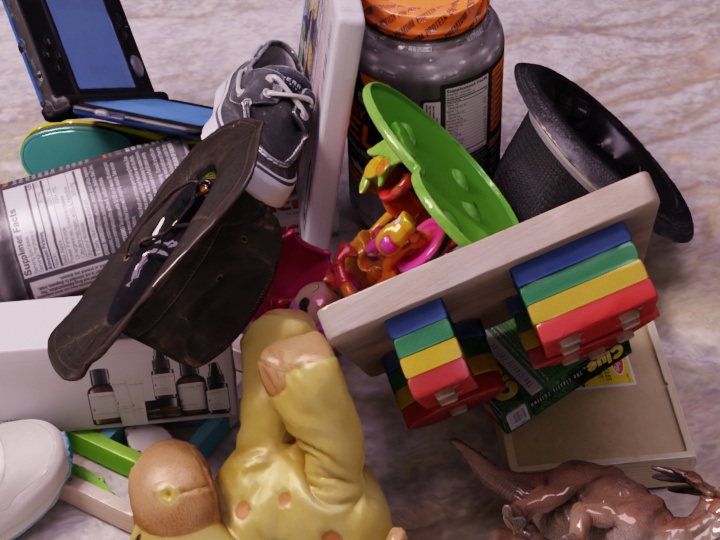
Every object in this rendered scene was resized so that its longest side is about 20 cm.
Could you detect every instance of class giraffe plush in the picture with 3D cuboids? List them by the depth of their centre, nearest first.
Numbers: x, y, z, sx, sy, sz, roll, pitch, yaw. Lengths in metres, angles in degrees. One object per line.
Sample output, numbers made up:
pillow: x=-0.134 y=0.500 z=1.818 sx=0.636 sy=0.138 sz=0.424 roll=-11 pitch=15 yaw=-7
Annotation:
giraffe plush: x=-0.071 y=0.142 z=0.935 sx=0.160 sy=0.173 sz=0.202 roll=-22 pitch=78 yaw=-7

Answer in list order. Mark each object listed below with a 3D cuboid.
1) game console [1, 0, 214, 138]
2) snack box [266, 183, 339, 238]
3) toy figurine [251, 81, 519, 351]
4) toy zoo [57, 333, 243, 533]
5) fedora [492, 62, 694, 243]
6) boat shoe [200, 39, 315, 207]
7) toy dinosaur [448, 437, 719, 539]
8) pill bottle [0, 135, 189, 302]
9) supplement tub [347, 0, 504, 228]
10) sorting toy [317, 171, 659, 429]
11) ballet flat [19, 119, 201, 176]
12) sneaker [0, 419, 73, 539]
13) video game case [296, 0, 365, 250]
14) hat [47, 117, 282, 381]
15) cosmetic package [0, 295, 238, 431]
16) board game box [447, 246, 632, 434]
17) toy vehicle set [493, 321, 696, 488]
game console: x=-0.164 y=-0.167 z=1.193 sx=0.117 sy=0.173 sz=0.200 roll=-20 pitch=2 yaw=15
snack box: x=-0.120 y=-0.043 z=1.223 sx=0.197 sy=0.025 sz=0.072 roll=-10 pitch=40 yaw=-9
toy figurine: x=0.000 y=0.000 z=1.054 sx=0.184 sy=0.150 sz=0.201 roll=-45 pitch=24 yaw=17
toy zoo: x=-0.147 y=0.086 z=1.078 sx=0.130 sy=0.021 sz=0.200 roll=20 pitch=45 yaw=23
fedora: x=0.158 y=-0.064 z=1.160 sx=0.200 sy=0.092 sz=0.201 roll=36 pitch=21 yaw=-16
boat shoe: x=-0.063 y=-0.112 z=1.100 sx=0.071 sy=0.068 sz=0.201 roll=35 pitch=19 yaw=-16
toy dinosaur: x=0.153 y=0.148 z=0.948 sx=0.199 sy=0.087 sz=0.135 roll=24 pitch=46 yaw=35
pill bottle: x=-0.209 y=-0.022 z=1.121 sx=0.198 sy=0.107 sz=0.107 roll=-16 pitch=42 yaw=-8
supplement tub: x=0.048 y=-0.131 z=1.183 sx=0.121 sy=0.202 sz=0.123 roll=-1 pitch=39 yaw=1
sorting toy: x=0.091 y=0.031 z=0.940 sx=0.198 sy=0.199 sz=0.070 roll=-23 pitch=78 yaw=3
ballet flat: x=-0.164 y=-0.083 z=1.217 sx=0.197 sy=0.068 sz=0.067 roll=5 pitch=15 yaw=6
sneaker: x=-0.278 y=0.135 z=0.972 sx=0.198 sy=0.081 sz=0.077 roll=-15 pitch=53 yaw=-12
video game case: x=-0.028 y=-0.144 z=1.164 sx=0.023 sy=0.202 sz=0.183 roll=2 pitch=38 yaw=-9
hat: x=-0.102 y=0.003 z=0.961 sx=0.200 sy=0.081 sz=0.201 roll=-42 pitch=21 yaw=20
cosmetic package: x=-0.182 y=0.062 z=1.027 sx=0.197 sy=0.083 sz=0.051 roll=-5 pitch=40 yaw=-3
board game box: x=0.092 y=0.025 z=1.091 sx=0.104 sy=0.024 sz=0.200 roll=-29 pitch=40 yaw=-10
toy vehicle set: x=0.149 y=0.070 z=1.078 sx=0.122 sy=0.027 sz=0.201 roll=-4 pitch=41 yaw=-2
